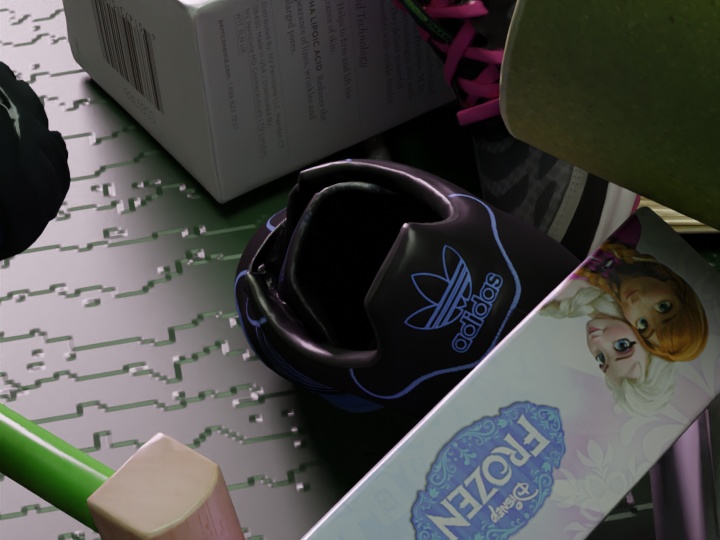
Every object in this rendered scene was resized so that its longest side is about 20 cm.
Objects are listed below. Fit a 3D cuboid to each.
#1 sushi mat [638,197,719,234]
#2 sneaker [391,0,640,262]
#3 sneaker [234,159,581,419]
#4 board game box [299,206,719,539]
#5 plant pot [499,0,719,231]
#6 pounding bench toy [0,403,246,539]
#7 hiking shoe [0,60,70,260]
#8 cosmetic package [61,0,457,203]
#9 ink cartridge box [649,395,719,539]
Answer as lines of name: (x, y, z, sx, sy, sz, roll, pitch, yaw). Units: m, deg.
sushi mat: (0.168, -0.044, 0.822, 0.199, 0.012, 0.096, -1, 39, 4)
sneaker: (0.034, -0.090, 0.773, 0.087, 0.201, 0.074, -4, -3, -25)
sneaker: (0.000, 0.000, 0.683, 0.070, 0.078, 0.200, -63, 25, -7)
board game box: (-0.021, 0.099, 0.544, 0.041, 0.200, 0.200, 44, 54, 5)
plant pot: (0.161, -0.055, 0.498, 0.199, 0.188, 0.187, 33, 51, 13)
pounding bench toy: (-0.141, 0.059, 0.652, 0.199, 0.125, 0.156, -17, 42, -14)
hiking shoe: (-0.163, -0.005, 0.588, 0.199, 0.075, 0.087, -2, 47, 18)
cosmetic package: (0.006, -0.114, 0.869, 0.199, 0.081, 0.113, -27, 44, -22)
ink cartridge box: (0.174, 0.046, 0.614, 0.199, 0.083, 0.147, -5, -2, 1)
